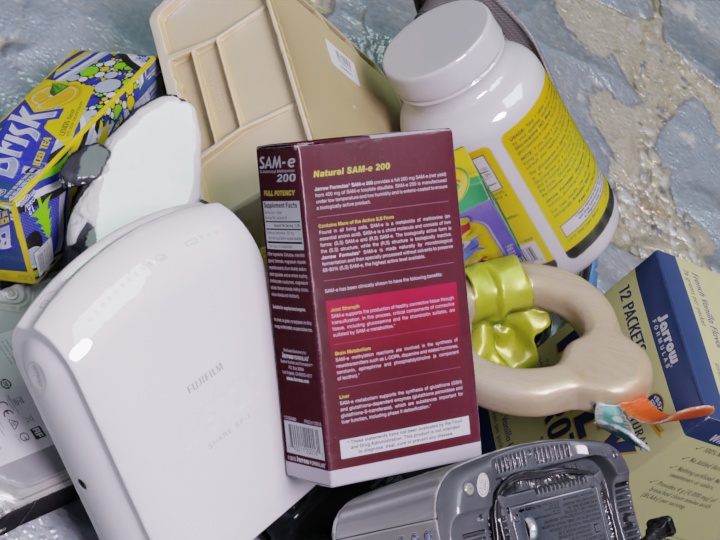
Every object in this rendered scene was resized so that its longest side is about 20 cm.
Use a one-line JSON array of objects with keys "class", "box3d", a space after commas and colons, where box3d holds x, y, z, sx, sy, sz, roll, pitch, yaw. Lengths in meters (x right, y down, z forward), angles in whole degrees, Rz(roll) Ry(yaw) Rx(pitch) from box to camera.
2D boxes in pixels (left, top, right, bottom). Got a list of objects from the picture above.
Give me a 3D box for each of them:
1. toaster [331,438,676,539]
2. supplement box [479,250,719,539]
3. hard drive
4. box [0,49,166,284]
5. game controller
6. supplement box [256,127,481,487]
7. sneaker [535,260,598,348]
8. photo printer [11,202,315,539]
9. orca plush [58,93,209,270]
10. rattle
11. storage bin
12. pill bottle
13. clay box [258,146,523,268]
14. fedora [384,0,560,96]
[{"class": "toaster", "box3d": [0.078, 0.165, 1.101, 0.200, 0.129, 0.114, -8, 82, -45]}, {"class": "supplement box", "box3d": [0.221, 0.118, 1.276, 0.200, 0.200, 0.135, 18, 45, -33]}, {"class": "hard drive", "box3d": [-0.194, 0.074, 1.143, 0.200, 0.038, 0.140, -20, 68, -46]}, {"class": "box", "box3d": [-0.200, -0.072, 1.224, 0.070, 0.064, 0.200, 6, 35, 21]}, {"class": "game controller", "box3d": [0.008, 0.141, 1.243, 0.104, 0.042, 0.200, 56, 42, -5]}, {"class": "supplement box", "box3d": [0.005, 0.020, 1.107, 0.109, 0.061, 0.201, -7, 95, -29]}, {"class": "sneaker", "box3d": [0.133, 0.011, 1.416, 0.083, 0.071, 0.200, 25, 46, -26]}, {"class": "photo printer", "box3d": [-0.109, 0.069, 1.100, 0.166, 0.069, 0.200, -36, 115, -37]}, {"class": "orca plush", "box3d": [-0.148, -0.011, 1.173, 0.105, 0.071, 0.201, 7, 71, -22]}, {"class": "rattle", "box3d": [0.127, 0.091, 1.190, 0.200, 0.143, 0.130, 30, 33, 27]}, {"class": "storage bin", "box3d": [-0.040, -0.094, 1.300, 0.200, 0.094, 0.199, 35, 31, -51]}, {"class": "pill bottle", "box3d": [0.098, -0.091, 1.332, 0.200, 0.112, 0.113, 56, 31, -33]}, {"class": "clay box", "box3d": [0.000, 0.000, 1.218, 0.048, 0.200, 0.115, 65, 7, 23]}, {"class": "fedora", "box3d": [0.075, -0.140, 1.443, 0.090, 0.200, 0.177, -42, 69, -9]}]
